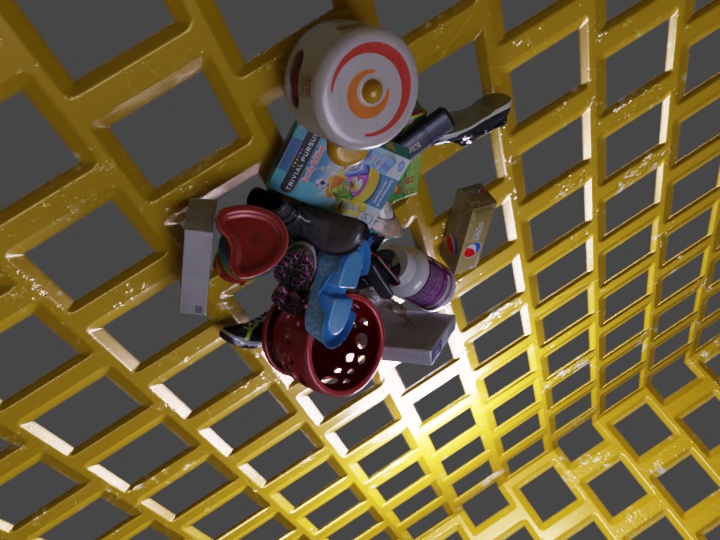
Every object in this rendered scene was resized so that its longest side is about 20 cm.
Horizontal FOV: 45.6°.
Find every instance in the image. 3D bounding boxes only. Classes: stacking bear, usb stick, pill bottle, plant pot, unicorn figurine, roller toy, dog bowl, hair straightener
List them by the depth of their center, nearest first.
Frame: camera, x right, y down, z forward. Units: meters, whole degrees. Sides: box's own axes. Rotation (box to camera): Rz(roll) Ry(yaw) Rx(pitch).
[{"bbox_3d":[-0.013,-0.278,1.292,0.200,0.140,0.183,-47,125,-6],"label":"roller toy"},{"bbox_3d":[-0.198,-0.029,1.467,0.113,0.122,0.200,-15,172,-22],"label":"stacking bear"},{"bbox_3d":[0.078,-0.214,1.507,0.200,0.033,0.055,-36,142,3],"label":"usb stick"},{"bbox_3d":[-0.042,0.034,1.512,0.111,0.049,0.201,5,103,-62],"label":"dog bowl"},{"bbox_3d":[0.004,-0.017,1.586,0.200,0.041,0.077,55,47,-31],"label":"hair straightener"},{"bbox_3d":[-0.082,0.129,1.670,0.200,0.182,0.202,-10,105,-42],"label":"plant pot"},{"bbox_3d":[0.008,0.064,1.801,0.199,0.074,0.137,0,158,31],"label":"unicorn figurine"},{"bbox_3d":[0.115,0.013,1.830,0.112,0.112,0.200,-44,146,13],"label":"pill bottle"}]

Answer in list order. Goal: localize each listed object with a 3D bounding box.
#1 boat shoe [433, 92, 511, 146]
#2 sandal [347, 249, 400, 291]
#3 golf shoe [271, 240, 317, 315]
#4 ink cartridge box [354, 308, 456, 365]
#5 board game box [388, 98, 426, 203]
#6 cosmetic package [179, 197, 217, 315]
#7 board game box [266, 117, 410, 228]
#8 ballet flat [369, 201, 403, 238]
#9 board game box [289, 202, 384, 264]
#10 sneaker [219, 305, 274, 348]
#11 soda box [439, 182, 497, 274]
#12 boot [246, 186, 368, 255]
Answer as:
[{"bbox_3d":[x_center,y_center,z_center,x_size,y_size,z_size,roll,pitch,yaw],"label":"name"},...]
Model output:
[{"bbox_3d":[0.198,-0.265,1.600,0.199,0.074,0.066,-31,136,-24],"label":"boat shoe"},{"bbox_3d":[0.001,0.001,1.657,0.057,0.080,0.200,-12,174,40],"label":"sandal"},{"bbox_3d":[-0.112,-0.004,1.534,0.200,0.072,0.092,115,1,-58],"label":"golf shoe"},{"bbox_3d":[0.084,0.136,1.825,0.200,0.199,0.041,-42,134,-61],"label":"ink cartridge box"},{"bbox_3d":[0.059,-0.211,1.566,0.101,0.048,0.201,-21,143,-19],"label":"board game box"},{"bbox_3d":[-0.278,-0.021,1.463,0.050,0.083,0.201,8,134,-7],"label":"cosmetic package"},{"bbox_3d":[-0.038,-0.173,1.448,0.199,0.047,0.151,20,122,-18],"label":"board game box"},{"bbox_3d":[0.007,-0.119,1.559,0.199,0.068,0.067,20,124,-24],"label":"ballet flat"},{"bbox_3d":[-0.052,-0.058,1.650,0.199,0.057,0.166,1,131,-42],"label":"board game box"},{"bbox_3d":[-0.196,0.108,1.737,0.199,0.072,0.083,2,103,-42],"label":"sneaker"},{"bbox_3d":[0.230,-0.088,1.848,0.064,0.068,0.201,-18,142,-24],"label":"soda box"},{"bbox_3d":[-0.095,-0.085,1.438,0.132,0.199,0.070,34,69,-48],"label":"boot"}]
